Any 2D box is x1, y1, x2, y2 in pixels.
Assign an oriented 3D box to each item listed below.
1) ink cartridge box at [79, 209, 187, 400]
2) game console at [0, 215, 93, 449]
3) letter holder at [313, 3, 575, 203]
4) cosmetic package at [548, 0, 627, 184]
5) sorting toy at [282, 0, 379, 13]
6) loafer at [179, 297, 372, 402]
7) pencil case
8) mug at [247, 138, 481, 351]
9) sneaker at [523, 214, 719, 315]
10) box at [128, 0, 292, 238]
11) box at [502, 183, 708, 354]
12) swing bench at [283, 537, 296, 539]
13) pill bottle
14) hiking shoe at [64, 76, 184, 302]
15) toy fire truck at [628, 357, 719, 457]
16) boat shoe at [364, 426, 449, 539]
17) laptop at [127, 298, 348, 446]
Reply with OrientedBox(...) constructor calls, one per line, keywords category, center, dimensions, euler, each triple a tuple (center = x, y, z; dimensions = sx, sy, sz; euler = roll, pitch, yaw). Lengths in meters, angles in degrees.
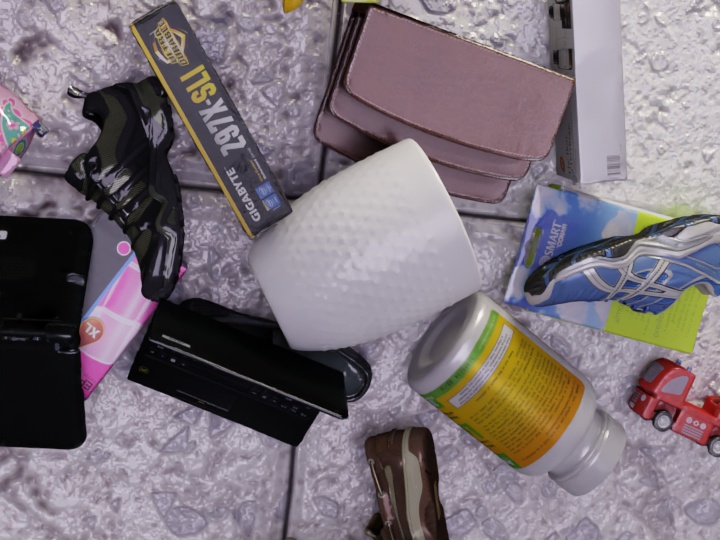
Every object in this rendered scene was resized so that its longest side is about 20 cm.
OrientedBox(category="ink cartridge box", center=(-0.254, 0.045, 1.323), dimensions=(0.094, 0.037, 0.201), euler=(38, 94, -12))
OrientedBox(category="game console", center=(-0.339, 0.053, 1.291), dimensions=(0.197, 0.117, 0.178), euler=(3, 61, 1))
OrientedBox(category="letter holder", center=(0.070, -0.142, 1.308), dimensions=(0.197, 0.101, 0.144), euler=(18, 98, -11))
OrientedBox(category="cosmetic package", center=(0.207, -0.185, 1.331), dimensions=(0.050, 0.083, 0.203), euler=(-5, 100, -5))
OrientedBox(category="sorting toy", center=(0.019, -0.289, 1.248), dimensions=(0.177, 0.202, 0.108), euler=(5, 135, -12))
OrientedBox(category="loafer", center=(-0.082, 0.081, 1.336), dimensions=(0.198, 0.070, 0.069), euler=(19, 99, -11))
OrientedBox(category="pencil case", center=(-0.370, -0.158, 1.245), dimensions=(0.200, 0.087, 0.088), euler=(42, 91, -12))
OrientedBox(category="mug", center=(0.000, 0.000, 1.285), dimensions=(0.174, 0.201, 0.149), euler=(-26, 65, -4))
OrientedBox(category="sneaker", center=(0.247, 0.007, 1.323), dimensions=(0.197, 0.076, 0.078), euler=(-14, 97, -6))
OrientedBox(category="box", center=(-0.130, -0.135, 1.247), dimensions=(0.049, 0.160, 0.202), euler=(-30, 103, -3))
OrientedBox(category="box", center=(0.239, -0.004, 1.383), dimensions=(0.197, 0.048, 0.124), euler=(15, 96, -11))
OrientedBox(category="swing bench", center=(0.000, 0.366, 1.330), dimensions=(0.197, 0.130, 0.202), euler=(-4, 102, 25))
OrientedBox(category="pill bottle", center=(0.151, 0.121, 1.358), dimensions=(0.199, 0.111, 0.112), euler=(38, 92, -13))
OrientedBox(category="hiking shoe", center=(-0.209, -0.068, 1.276), dimensions=(0.099, 0.076, 0.203), euler=(-6, 78, -9))
OrientedBox(category="toy fire truck", center=(0.377, 0.117, 1.425), dimensions=(0.198, 0.049, 0.143), euler=(25, 95, -11))
OrientedBox(category="boat shoe", center=(0.042, 0.248, 1.393), dimensions=(0.074, 0.075, 0.206), euler=(-4, 101, 15))
OrientedBox(category="laptop", center=(-0.112, 0.108, 1.249), dimensions=(0.175, 0.104, 0.201), euler=(23, 138, -8))
